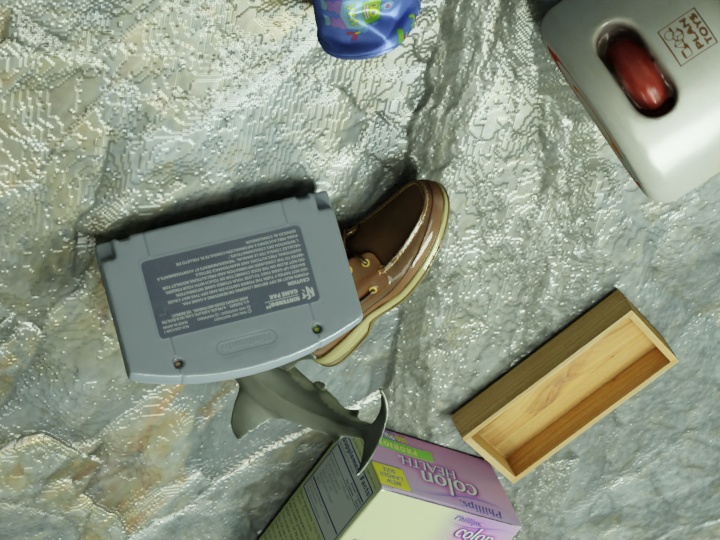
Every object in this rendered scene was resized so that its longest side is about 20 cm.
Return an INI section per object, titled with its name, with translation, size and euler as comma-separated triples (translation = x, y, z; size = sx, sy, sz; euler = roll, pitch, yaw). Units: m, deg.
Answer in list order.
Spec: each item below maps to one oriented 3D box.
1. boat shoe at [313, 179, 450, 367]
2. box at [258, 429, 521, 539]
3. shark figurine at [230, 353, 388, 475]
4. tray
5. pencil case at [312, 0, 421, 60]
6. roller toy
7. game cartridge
[boat shoe]
translation = 0.000, 0.000, 1.735
size = 0.067, 0.072, 0.200
euler = 21, 120, -37
[box]
translation = 0.018, 0.262, 1.949
size = 0.176, 0.097, 0.200
euler = 19, 120, -34
[shark figurine]
translation = -0.063, 0.117, 1.735
size = 0.090, 0.214, 0.128
euler = -46, 156, -20
[tray]
translation = 0.193, 0.111, 1.937
size = 0.200, 0.037, 0.099
euler = -37, 133, 11
[pencil case]
translation = -0.002, -0.252, 1.514
size = 0.087, 0.078, 0.200
euler = -1, 134, 7
[roller toy]
translation = 0.244, -0.160, 1.622
size = 0.140, 0.200, 0.183
euler = -34, 127, 6
[game cartridge]
translation = -0.105, 0.020, 1.672
size = 0.199, 0.133, 0.041
euler = -13, 166, -11
